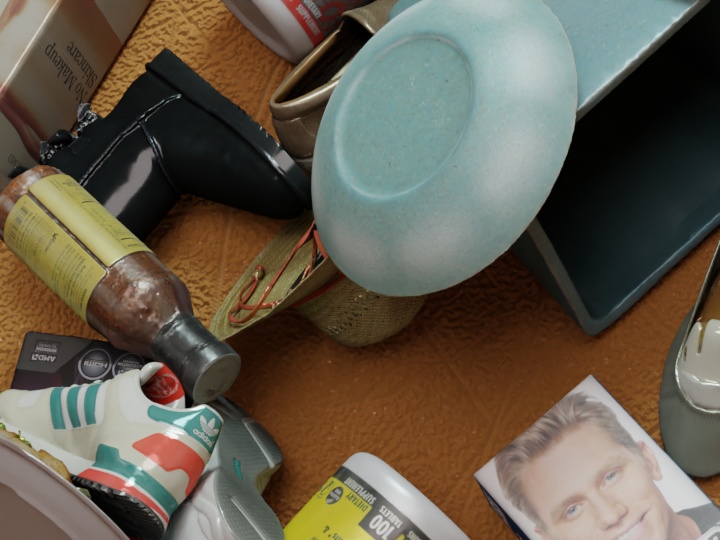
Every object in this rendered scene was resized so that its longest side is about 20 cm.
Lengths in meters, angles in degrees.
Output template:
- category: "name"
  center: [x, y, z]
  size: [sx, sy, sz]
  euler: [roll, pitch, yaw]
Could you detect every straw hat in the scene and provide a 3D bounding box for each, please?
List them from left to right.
- category: "straw hat"
  center: [0.000, 0.000, 1.554]
  size: [0.085, 0.201, 0.201]
  euler: [44, 82, -11]

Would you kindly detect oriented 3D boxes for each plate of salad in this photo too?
- category: "plate of salad"
  center: [-0.184, 0.150, 1.430]
  size: [0.200, 0.200, 0.048]
  euler: [26, 59, 24]

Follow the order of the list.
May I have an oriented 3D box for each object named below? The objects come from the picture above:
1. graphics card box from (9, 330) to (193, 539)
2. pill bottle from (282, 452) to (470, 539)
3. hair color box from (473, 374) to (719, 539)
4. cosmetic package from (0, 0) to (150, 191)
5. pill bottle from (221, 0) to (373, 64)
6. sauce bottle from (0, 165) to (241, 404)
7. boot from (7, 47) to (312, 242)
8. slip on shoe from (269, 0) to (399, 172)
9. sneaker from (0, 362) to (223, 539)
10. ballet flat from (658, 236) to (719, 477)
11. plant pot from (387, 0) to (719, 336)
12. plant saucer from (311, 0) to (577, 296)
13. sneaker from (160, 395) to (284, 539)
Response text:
- category: "graphics card box"
  center: [-0.181, 0.144, 1.564]
  size: [0.125, 0.051, 0.200]
  euler: [7, 68, 18]
- category: "pill bottle"
  center: [-0.026, 0.217, 1.454]
  size: [0.112, 0.112, 0.200]
  euler: [38, 81, 26]
- category: "hair color box"
  center: [0.170, 0.170, 1.451]
  size: [0.100, 0.061, 0.200]
  euler: [-40, 62, -5]
- category: "cosmetic package"
  center: [-0.235, -0.164, 1.687]
  size: [0.087, 0.103, 0.200]
  euler: [24, 76, 24]
- category: "pill bottle"
  center: [-0.010, -0.248, 1.655]
  size: [0.200, 0.116, 0.116]
  euler: [-45, 63, -7]
- category: "sauce bottle"
  center: [-0.156, 0.011, 1.534]
  size: [0.066, 0.066, 0.200]
  euler: [-43, 62, -6]
- category: "boot"
  center: [-0.138, -0.050, 1.618]
  size: [0.162, 0.073, 0.198]
  euler: [-45, 52, -7]
- category: "slip on shoe"
  center: [0.014, -0.155, 1.623]
  size: [0.200, 0.061, 0.076]
  euler: [-45, 40, -11]
- category: "sneaker"
  center: [-0.154, 0.098, 1.486]
  size: [0.093, 0.070, 0.200]
  euler: [-50, 34, -15]
- category: "ballet flat"
  center: [0.230, 0.029, 1.495]
  size: [0.067, 0.064, 0.200]
  euler: [15, 72, 21]
- category: "plant pot"
  center: [0.130, -0.121, 1.525]
  size: [0.196, 0.196, 0.200]
  euler: [-42, 53, -6]
- category: "plant saucer"
  center: [0.036, -0.085, 1.411]
  size: [0.201, 0.039, 0.201]
  euler: [-20, 57, 35]
- category: "sneaker"
  center: [-0.096, 0.140, 1.491]
  size: [0.070, 0.200, 0.080]
  euler: [39, 107, -15]
